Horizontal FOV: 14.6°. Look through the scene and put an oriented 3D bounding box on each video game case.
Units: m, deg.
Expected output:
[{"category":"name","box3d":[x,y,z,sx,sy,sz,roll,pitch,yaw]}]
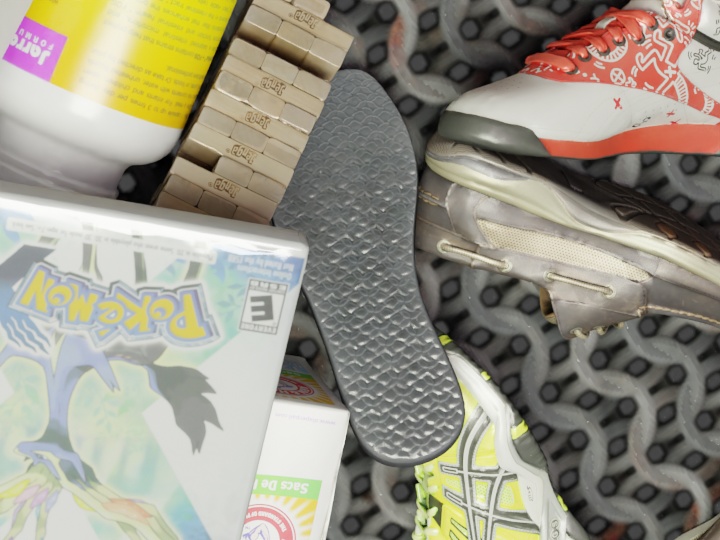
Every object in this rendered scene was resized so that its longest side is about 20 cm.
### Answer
[{"category":"video game case","box3d":[-0.139,0.052,1.254,0.200,0.022,0.183,9,112,-11]}]

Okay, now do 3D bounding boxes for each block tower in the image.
[{"category":"block tower","box3d":[-0.065,-0.042,1.328,0.054,0.058,0.200,26,65,-6]}]

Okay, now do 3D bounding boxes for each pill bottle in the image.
[{"category":"pill bottle","box3d":[-0.117,-0.121,1.328,0.104,0.104,0.200,21,97,-16]}]

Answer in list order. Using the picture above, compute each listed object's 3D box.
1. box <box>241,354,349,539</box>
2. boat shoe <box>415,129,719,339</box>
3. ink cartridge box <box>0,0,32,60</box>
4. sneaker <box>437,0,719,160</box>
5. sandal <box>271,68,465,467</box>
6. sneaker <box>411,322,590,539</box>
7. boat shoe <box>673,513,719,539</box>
[{"category":"box","box3d":[-0.118,0.087,1.371,0.200,0.112,0.102,10,100,-16]},{"category":"boat shoe","box3d":[0.114,-0.006,1.430,0.200,0.075,0.073,24,106,-8]},{"category":"ink cartridge box","box3d":[-0.229,-0.185,1.257,0.200,0.083,0.145,30,95,11]},{"category":"sneaker","box3d":[0.127,-0.112,1.388,0.201,0.067,0.108,-2,102,-32]},{"category":"sandal","box3d":[-0.001,0.001,1.389,0.076,0.043,0.200,-11,79,-1]},{"category":"sneaker","box3d":[0.056,0.111,1.435,0.076,0.075,0.200,-32,106,-4]},{"category":"boat shoe","box3d":[0.226,0.135,1.485,0.200,0.060,0.072,-40,107,-1]}]
